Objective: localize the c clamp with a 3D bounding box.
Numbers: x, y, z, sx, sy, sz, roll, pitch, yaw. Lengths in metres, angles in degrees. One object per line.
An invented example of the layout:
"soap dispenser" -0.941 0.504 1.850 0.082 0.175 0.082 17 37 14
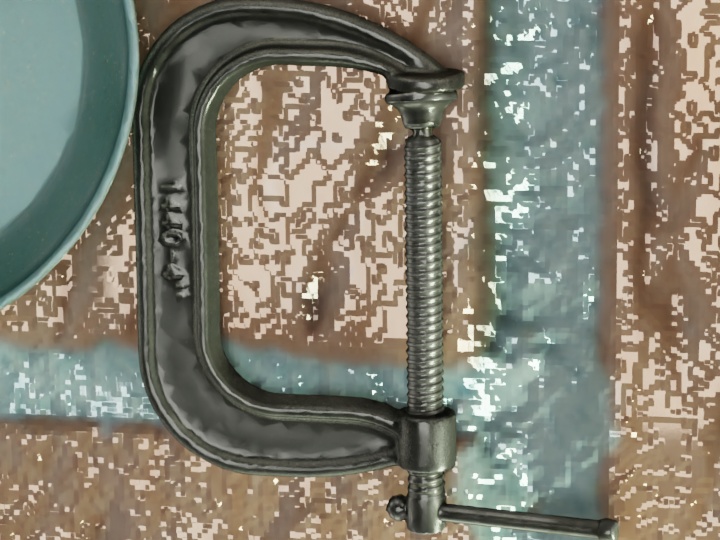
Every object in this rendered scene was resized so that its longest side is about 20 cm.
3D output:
"c clamp" 0.000 0.000 0.927 0.170 0.027 0.201 -3 103 16

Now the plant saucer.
"plant saucer" -0.171 -0.073 0.922 0.199 0.036 0.201 0 91 8
